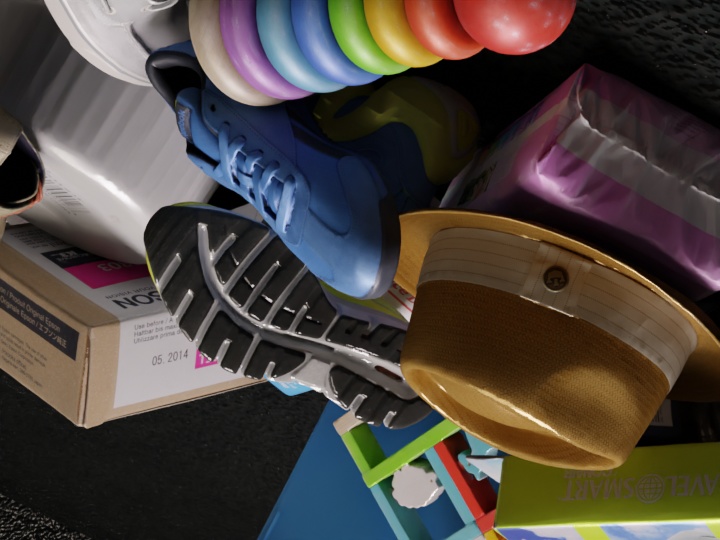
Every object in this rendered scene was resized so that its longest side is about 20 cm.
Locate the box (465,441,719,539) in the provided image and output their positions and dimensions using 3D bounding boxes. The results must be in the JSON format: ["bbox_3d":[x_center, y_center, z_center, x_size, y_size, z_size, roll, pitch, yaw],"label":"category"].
[{"bbox_3d":[0.165,0.132,0.992,0.199,0.048,0.122,-7,149,33],"label":"box"}]

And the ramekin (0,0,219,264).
[{"bbox_3d":[-0.177,-0.089,1.199,0.200,0.098,0.201,26,162,9],"label":"ramekin"}]

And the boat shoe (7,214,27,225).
[{"bbox_3d":[-0.229,-0.050,1.446,0.057,0.067,0.200,8,163,9],"label":"boat shoe"}]

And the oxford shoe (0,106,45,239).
[{"bbox_3d":[-0.223,-0.045,1.119,0.074,0.071,0.200,21,163,4],"label":"oxford shoe"}]

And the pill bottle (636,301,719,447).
[{"bbox_3d":[0.198,0.073,1.058,0.112,0.112,0.200,37,160,-24],"label":"pill bottle"}]

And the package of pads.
[{"bbox_3d":[0.118,-0.027,0.968,0.120,0.076,0.200,31,162,-7],"label":"package of pads"}]

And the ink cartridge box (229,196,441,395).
[{"bbox_3d":[0.000,0.000,1.166,0.199,0.067,0.116,-19,134,35],"label":"ink cartridge box"}]

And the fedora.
[{"bbox_3d":[0.086,0.043,0.947,0.200,0.082,0.201,22,163,7],"label":"fedora"}]

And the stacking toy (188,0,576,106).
[{"bbox_3d":[0.013,-0.119,0.875,0.199,0.086,0.085,4,150,45],"label":"stacking toy"}]

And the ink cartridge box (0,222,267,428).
[{"bbox_3d":[-0.151,0.023,1.284,0.199,0.076,0.164,-11,-152,-43],"label":"ink cartridge box"}]

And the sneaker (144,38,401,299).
[{"bbox_3d":[-0.050,-0.052,0.963,0.078,0.066,0.200,0,-143,-34],"label":"sneaker"}]

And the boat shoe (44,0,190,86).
[{"bbox_3d":[-0.124,-0.164,0.983,0.068,0.072,0.200,16,149,34],"label":"boat shoe"}]

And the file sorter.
[{"bbox_3d":[0.044,0.144,1.289,0.138,0.201,0.123,23,164,18],"label":"file sorter"}]

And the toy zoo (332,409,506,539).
[{"bbox_3d":[0.075,0.149,1.151,0.131,0.020,0.201,-38,78,41],"label":"toy zoo"}]

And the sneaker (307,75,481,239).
[{"bbox_3d":[-0.029,-0.059,1.047,0.199,0.105,0.076,7,155,48],"label":"sneaker"}]

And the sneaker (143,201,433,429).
[{"bbox_3d":[-0.045,0.019,1.075,0.200,0.078,0.090,35,-171,-29],"label":"sneaker"}]
